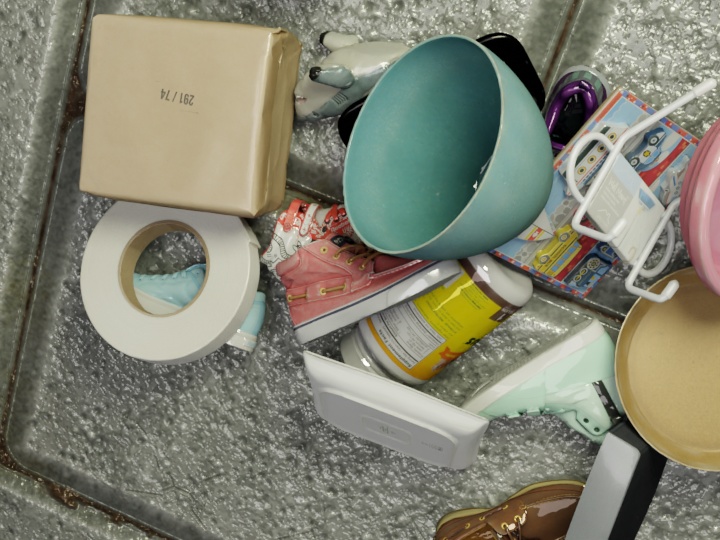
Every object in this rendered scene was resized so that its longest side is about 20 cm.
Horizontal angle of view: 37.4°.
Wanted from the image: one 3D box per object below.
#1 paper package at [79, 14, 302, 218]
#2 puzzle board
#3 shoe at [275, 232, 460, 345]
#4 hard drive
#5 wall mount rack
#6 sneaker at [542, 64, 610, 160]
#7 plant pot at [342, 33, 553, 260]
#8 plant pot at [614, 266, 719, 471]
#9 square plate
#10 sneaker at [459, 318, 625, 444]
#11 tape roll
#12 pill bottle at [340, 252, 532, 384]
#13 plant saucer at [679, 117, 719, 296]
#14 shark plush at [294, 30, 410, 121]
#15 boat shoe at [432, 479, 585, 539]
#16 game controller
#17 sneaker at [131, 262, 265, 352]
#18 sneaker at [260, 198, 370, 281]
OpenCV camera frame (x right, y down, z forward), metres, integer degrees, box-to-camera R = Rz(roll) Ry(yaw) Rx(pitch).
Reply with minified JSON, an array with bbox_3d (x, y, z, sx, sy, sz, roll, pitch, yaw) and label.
[{"bbox_3d":[-0.173,-0.159,1.097,0.198,0.103,0.192,8,96,13],"label":"paper package"},{"bbox_3d":[0.232,-0.066,1.027,0.150,0.017,0.200,22,118,-34],"label":"puzzle board"},{"bbox_3d":[0.000,0.000,1.045,0.199,0.071,0.092,-25,84,35],"label":"shoe"},{"bbox_3d":[0.263,0.242,1.100,0.042,0.134,0.201,28,116,30],"label":"hard drive"},{"bbox_3d":[0.280,-0.074,0.981,0.200,0.074,0.174,39,79,-40],"label":"wall mount rack"},{"bbox_3d":[0.182,-0.101,1.038,0.074,0.088,0.201,20,112,11],"label":"sneaker"},{"bbox_3d":[0.098,-0.094,0.971,0.134,0.201,0.200,19,121,-38],"label":"plant pot"},{"bbox_3d":[0.346,0.095,1.050,0.198,0.027,0.202,0,86,-1],"label":"plant pot"},{"bbox_3d":[0.032,0.158,1.127,0.197,0.200,0.029,20,70,9],"label":"square plate"},{"bbox_3d":[0.194,0.150,1.122,0.200,0.074,0.119,-33,90,21],"label":"sneaker"},{"bbox_3d":[-0.208,0.001,1.163,0.201,0.037,0.204,-3,77,13],"label":"tape roll"},{"bbox_3d":[0.074,0.043,1.106,0.200,0.109,0.109,-40,93,24],"label":"pill bottle"},{"bbox_3d":[0.357,-0.072,0.965,0.051,0.199,0.202,28,121,51],"label":"plant saucer"},{"bbox_3d":[0.030,-0.194,1.087,0.198,0.091,0.084,-6,127,-3],"label":"shark plush"},{"bbox_3d":[0.171,0.291,1.181,0.199,0.068,0.072,-22,100,21],"label":"boat shoe"},{"bbox_3d":[0.078,-0.156,1.044,0.199,0.042,0.104,-25,135,16],"label":"game controller"},{"bbox_3d":[-0.194,0.024,1.211,0.199,0.074,0.082,20,82,14],"label":"sneaker"},{"bbox_3d":[-0.022,-0.049,1.127,0.108,0.067,0.201,42,116,-3],"label":"sneaker"}]
